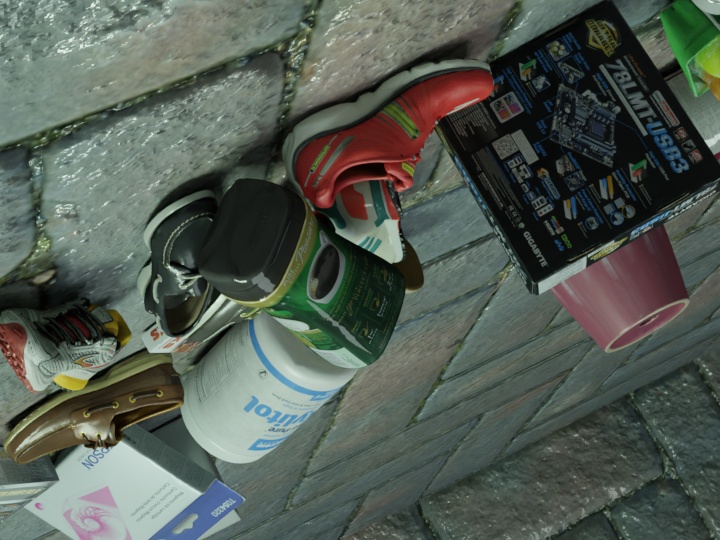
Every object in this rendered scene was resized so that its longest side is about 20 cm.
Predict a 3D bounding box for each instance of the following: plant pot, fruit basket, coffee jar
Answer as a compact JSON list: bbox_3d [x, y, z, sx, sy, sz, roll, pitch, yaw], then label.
[{"bbox_3d":[0.324,-0.004,1.919,0.199,0.180,0.200,-26,163,-9],"label":"plant pot"},{"bbox_3d":[0.383,-0.189,1.441,0.094,0.200,0.185,-46,161,6],"label":"fruit basket"},{"bbox_3d":[-0.050,0.003,1.286,0.085,0.105,0.200,9,162,40],"label":"coffee jar"}]

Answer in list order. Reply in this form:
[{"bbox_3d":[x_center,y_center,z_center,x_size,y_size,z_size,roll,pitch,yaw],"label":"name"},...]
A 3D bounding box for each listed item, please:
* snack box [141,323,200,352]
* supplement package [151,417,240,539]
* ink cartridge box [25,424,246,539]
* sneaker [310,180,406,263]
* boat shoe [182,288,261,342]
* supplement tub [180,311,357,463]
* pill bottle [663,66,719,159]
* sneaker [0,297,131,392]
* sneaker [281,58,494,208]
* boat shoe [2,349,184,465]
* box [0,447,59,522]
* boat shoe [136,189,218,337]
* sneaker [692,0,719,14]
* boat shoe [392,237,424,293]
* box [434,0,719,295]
[{"bbox_3d":[-0.128,0.021,1.502,0.199,0.024,0.072,-36,161,22],"label":"snack box"},{"bbox_3d":[-0.239,0.283,1.925,0.117,0.117,0.200,-28,163,-7],"label":"supplement package"},{"bbox_3d":[-0.268,0.270,1.741,0.196,0.199,0.043,-42,-162,36],"label":"ink cartridge box"},{"bbox_3d":[-0.007,-0.051,1.449,0.093,0.071,0.200,-11,165,-1],"label":"sneaker"},{"bbox_3d":[-0.105,0.013,1.407,0.060,0.072,0.201,28,133,-19],"label":"boat shoe"},{"bbox_3d":[-0.098,0.111,1.630,0.131,0.133,0.200,-13,156,-43],"label":"supplement tub"},{"bbox_3d":[0.356,-0.163,1.623,0.199,0.110,0.110,-29,164,-1],"label":"pill bottle"},{"bbox_3d":[-0.262,0.054,1.306,0.082,0.078,0.200,-35,172,6],"label":"sneaker"},{"bbox_3d":[0.032,-0.112,1.272,0.199,0.085,0.077,-27,164,-9],"label":"sneaker"},{"bbox_3d":[-0.278,0.154,1.565,0.199,0.068,0.072,-28,164,-6],"label":"boat shoe"},{"bbox_3d":[-0.444,0.249,1.600,0.158,0.049,0.200,-36,163,18],"label":"box"},{"bbox_3d":[-0.156,-0.002,1.320,0.073,0.061,0.200,-19,160,-27],"label":"boat shoe"},{"bbox_3d":[0.374,-0.311,1.302,0.199,0.074,0.116,-36,164,-16],"label":"sneaker"},{"bbox_3d":[0.000,0.000,1.593,0.069,0.074,0.199,-24,167,27],"label":"boat shoe"},{"bbox_3d":[0.191,-0.112,1.338,0.197,0.201,0.050,-29,164,-3],"label":"box"}]
